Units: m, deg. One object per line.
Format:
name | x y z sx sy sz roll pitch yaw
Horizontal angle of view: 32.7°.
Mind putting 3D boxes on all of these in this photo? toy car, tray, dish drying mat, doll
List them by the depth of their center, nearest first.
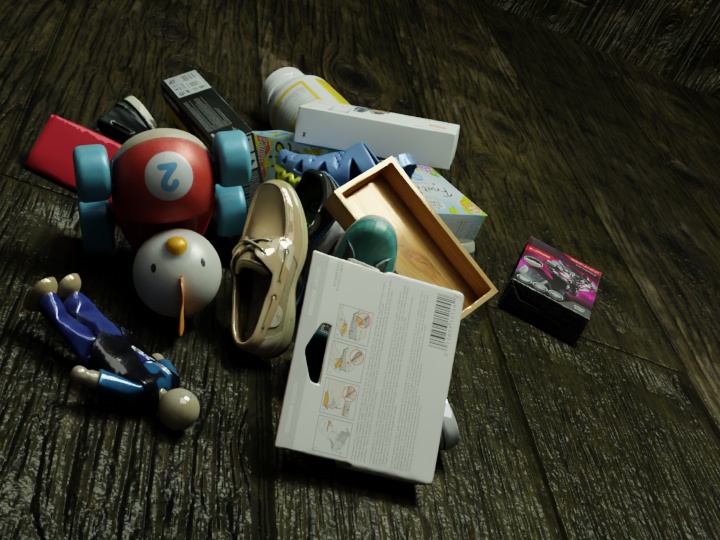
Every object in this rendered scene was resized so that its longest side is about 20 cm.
doll | -0.234 0.085 1.177 0.200 0.048 0.136 40 18 14
toy car | -0.199 -0.029 1.307 0.184 0.177 0.200 -8 56 -14
tray | 0.057 -0.025 1.400 0.099 0.037 0.200 -34 84 -36
dish drying mat | -0.301 -0.117 1.496 0.200 0.077 0.018 25 -18 -3

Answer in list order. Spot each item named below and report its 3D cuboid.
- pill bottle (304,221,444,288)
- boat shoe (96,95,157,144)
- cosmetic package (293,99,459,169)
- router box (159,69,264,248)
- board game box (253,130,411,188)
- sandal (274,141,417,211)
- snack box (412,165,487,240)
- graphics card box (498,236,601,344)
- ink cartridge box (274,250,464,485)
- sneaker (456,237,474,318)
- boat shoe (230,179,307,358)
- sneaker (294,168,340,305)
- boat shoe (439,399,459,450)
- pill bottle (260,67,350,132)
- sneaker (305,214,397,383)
pill bottle | 0.000 0.000 1.485 0.200 0.120 0.120 34 26 15
boat shoe | -0.267 -0.134 1.553 0.066 0.075 0.199 -29 75 -25
cosmetic package | 0.025 -0.177 1.585 0.200 0.052 0.151 11 14 4
router box | -0.177 -0.136 1.510 0.052 0.157 0.200 -22 37 -17
board game box | -0.045 -0.114 1.603 0.200 0.103 0.105 14 12 20
sandal | -0.009 -0.117 1.497 0.200 0.087 0.079 18 3 13
snack box | 0.061 -0.103 1.809 0.200 0.068 0.169 -1 36 -44
graphics card box | 0.279 0.025 1.789 0.125 0.051 0.200 29 26 5
ink cartridge box | 0.005 0.099 1.226 0.176 0.200 0.045 17 -15 -22
sneaker | 0.054 0.009 1.593 0.200 0.106 0.075 6 10 36
boat shoe | -0.103 -0.008 1.329 0.071 0.200 0.065 -8 -18 28
sneaker | -0.087 -0.030 1.405 0.071 0.200 0.083 20 -16 25
boat shoe | 0.031 0.129 1.342 0.070 0.071 0.200 -21 50 -22
pill bottle | -0.070 -0.229 1.876 0.112 0.112 0.200 3 34 -41
sneaker | -0.016 0.039 1.294 0.071 0.200 0.080 23 23 -5
